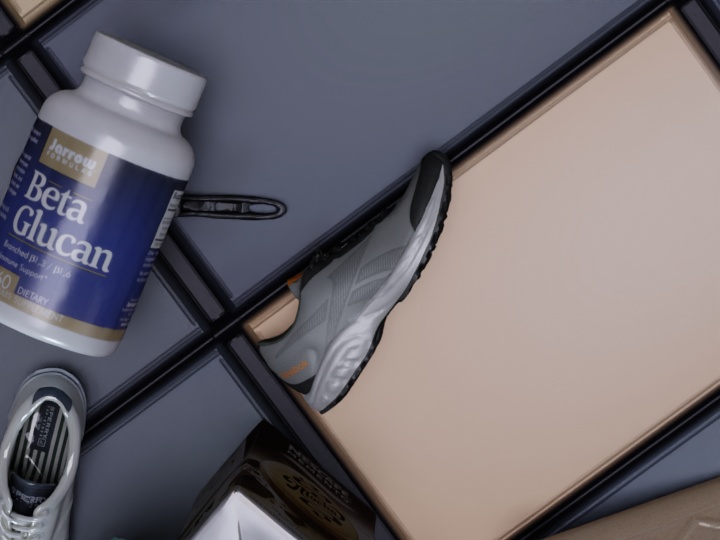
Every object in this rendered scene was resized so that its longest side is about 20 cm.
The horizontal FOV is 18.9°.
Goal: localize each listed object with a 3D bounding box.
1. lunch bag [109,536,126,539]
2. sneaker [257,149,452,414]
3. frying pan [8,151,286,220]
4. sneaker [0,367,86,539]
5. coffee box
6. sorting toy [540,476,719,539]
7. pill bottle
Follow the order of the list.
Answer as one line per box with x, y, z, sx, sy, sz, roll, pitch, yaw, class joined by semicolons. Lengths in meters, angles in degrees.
-0.141;0.263;1.473;0.160;0.200;0.077;42;68;-4;lunch bag
0.000;0.000;1.507;0.079;0.074;0.201;33;96;3;sneaker
-0.161;-0.033;1.529;0.189;0.031;0.115;25;97;1;frying pan
-0.239;0.169;1.528;0.073;0.071;0.201;9;98;0;sneaker
-0.056;0.184;1.462;0.113;0.200;0.080;39;98;-5;coffee box
0.223;0.249;1.481;0.184;0.037;0.200;-17;58;-14;sorting toy
-0.178;-0.053;1.455;0.111;0.111;0.201;23;95;-1;pill bottle
